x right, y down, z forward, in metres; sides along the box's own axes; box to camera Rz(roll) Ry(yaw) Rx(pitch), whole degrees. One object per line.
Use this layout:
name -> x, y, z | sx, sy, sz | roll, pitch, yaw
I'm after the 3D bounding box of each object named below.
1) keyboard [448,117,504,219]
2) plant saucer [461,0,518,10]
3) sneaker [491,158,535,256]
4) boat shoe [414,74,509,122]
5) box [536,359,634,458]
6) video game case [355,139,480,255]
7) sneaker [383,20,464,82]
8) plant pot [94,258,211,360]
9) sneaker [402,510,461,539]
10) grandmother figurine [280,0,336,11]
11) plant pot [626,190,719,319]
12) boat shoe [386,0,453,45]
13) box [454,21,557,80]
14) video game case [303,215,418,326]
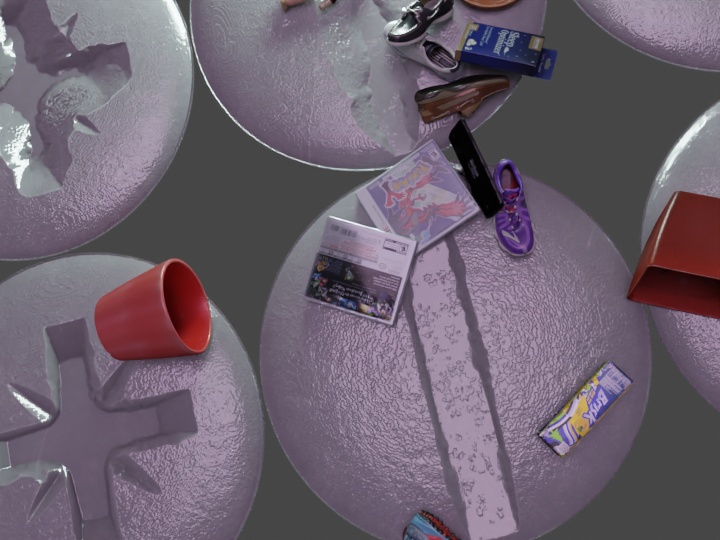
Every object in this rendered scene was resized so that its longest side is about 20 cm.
keyboard -> 0.240, -0.207, 1.711 | 0.040, 0.104, 0.200 | -18, 79, -23
plant saucer -> 0.280, -0.651, 1.800 | 0.200, 0.032, 0.201 | -1, 82, 7
sneaker -> 0.300, -0.127, 1.692 | 0.080, 0.083, 0.200 | -13, 81, 6
boat shoe -> 0.212, -0.358, 1.752 | 0.200, 0.076, 0.074 | -14, 112, -3
box -> 0.431, 0.267, 1.621 | 0.064, 0.070, 0.200 | 44, 89, 13
video game case -> 0.117, -0.142, 1.739 | 0.200, 0.023, 0.182 | -34, 79, 9
sneaker -> 0.135, -0.474, 1.773 | 0.200, 0.071, 0.073 | 32, 87, 11
plant pot -> -0.428, 0.095, 1.717 | 0.177, 0.200, 0.201 | -17, 79, 14
sneaker -> 0.165, 0.561, 1.622 | 0.200, 0.079, 0.096 | 42, 99, 20
grandmother figurine -> -0.082, -0.633, 1.839 | 0.200, 0.061, 0.122 | -11, 107, 3
plant pot -> 0.634, -0.035, 1.584 | 0.200, 0.200, 0.177 | 13, 72, 10
boat shoe -> 0.125, -0.529, 1.744 | 0.074, 0.060, 0.200 | 32, 56, 32
box -> 0.304, -0.455, 1.736 | 0.200, 0.032, 0.121 | 15, 48, 9
video game case -> 0.000, 0.000, 1.734 | 0.200, 0.023, 0.182 | 17, 89, 13
